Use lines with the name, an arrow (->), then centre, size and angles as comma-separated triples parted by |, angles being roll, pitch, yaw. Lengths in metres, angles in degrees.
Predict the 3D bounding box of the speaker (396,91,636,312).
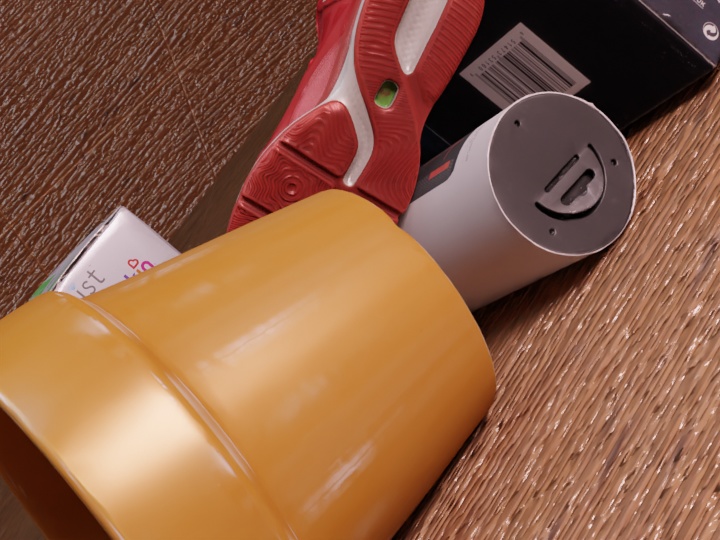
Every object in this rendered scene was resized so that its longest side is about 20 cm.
speaker -> 0.056, -0.022, 0.864 | 0.081, 0.081, 0.200 | -55, 11, -24

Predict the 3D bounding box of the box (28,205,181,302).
box -> -0.151, 0.054, 1.247 | 0.097, 0.176, 0.200 | -53, 11, -17

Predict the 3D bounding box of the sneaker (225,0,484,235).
sneaker -> -0.007, -0.078, 0.879 | 0.200, 0.078, 0.116 | -56, 14, 7

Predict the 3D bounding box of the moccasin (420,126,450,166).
moccasin -> 0.054, -0.064, 1.093 | 0.068, 0.080, 0.200 | -57, -4, -9

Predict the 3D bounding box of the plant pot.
plant pot -> -0.047, 0.066, 0.745 | 0.183, 0.200, 0.200 | -37, 5, -19

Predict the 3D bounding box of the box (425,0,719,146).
box -> 0.134, -0.175, 0.936 | 0.199, 0.123, 0.200 | -58, 12, -28
